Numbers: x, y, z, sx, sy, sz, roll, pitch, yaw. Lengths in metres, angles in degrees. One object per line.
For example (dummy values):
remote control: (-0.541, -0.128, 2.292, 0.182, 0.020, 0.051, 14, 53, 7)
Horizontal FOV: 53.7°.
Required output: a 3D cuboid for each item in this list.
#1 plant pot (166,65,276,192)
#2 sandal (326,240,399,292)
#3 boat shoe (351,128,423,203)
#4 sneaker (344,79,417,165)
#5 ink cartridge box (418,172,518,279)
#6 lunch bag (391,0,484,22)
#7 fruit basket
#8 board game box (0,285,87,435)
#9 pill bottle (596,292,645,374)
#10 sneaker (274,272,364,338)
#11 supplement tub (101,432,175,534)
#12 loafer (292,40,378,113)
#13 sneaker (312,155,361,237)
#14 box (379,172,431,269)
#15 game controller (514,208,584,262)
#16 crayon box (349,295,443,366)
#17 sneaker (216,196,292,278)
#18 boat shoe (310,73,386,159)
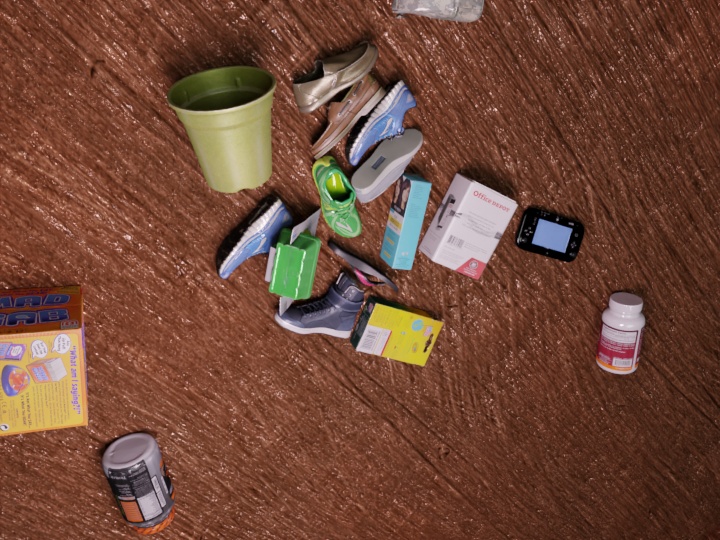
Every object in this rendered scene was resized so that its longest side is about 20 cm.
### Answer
plant pot: (-0.243, -0.257, 1.332, 0.198, 0.201, 0.186, -18, 129, -14)
sandal: (0.000, 0.000, 1.593, 0.199, 0.075, 0.045, 31, 95, -22)
boat shoe: (0.058, -0.224, 1.527, 0.201, 0.070, 0.072, -44, 154, -16)
sneaker: (0.046, -0.294, 1.477, 0.089, 0.079, 0.200, 39, 94, -19)
ink cartridge box: (0.248, -0.102, 1.643, 0.146, 0.083, 0.202, 21, 103, -28)
lunch bag: (0.144, -0.587, 1.365, 0.166, 0.139, 0.202, -4, 112, -21)
fruit basket: (-0.130, -0.025, 1.474, 0.093, 0.200, 0.187, 13, 109, 2)
board game box: (-0.621, 0.164, 1.330, 0.198, 0.200, 0.202, -3, 112, -21)
pill bottle: (0.708, 0.168, 1.928, 0.112, 0.113, 0.202, -8, 114, -19)
sneaker: (-0.084, 0.069, 1.574, 0.201, 0.077, 0.147, 9, 119, -35)
supplement tub: (-0.481, 0.470, 1.561, 0.121, 0.123, 0.202, -17, 117, -15)
loafer: (-0.052, -0.392, 1.403, 0.200, 0.076, 0.068, -40, 127, -3)
sneaker: (-0.046, -0.143, 1.501, 0.074, 0.084, 0.201, -30, 127, -7)
box: (0.098, -0.110, 1.579, 0.049, 0.082, 0.202, 4, 109, -23)
game controller: (0.471, -0.087, 1.765, 0.198, 0.042, 0.105, 13, 106, -27)
crayon box: (0.087, 0.147, 1.700, 0.198, 0.051, 0.128, 18, 104, -27)
sneaker: (-0.216, -0.053, 1.468, 0.200, 0.079, 0.089, -45, 118, 0)
boat shoe: (-0.039, -0.317, 1.450, 0.068, 0.072, 0.200, 43, 93, -13)
